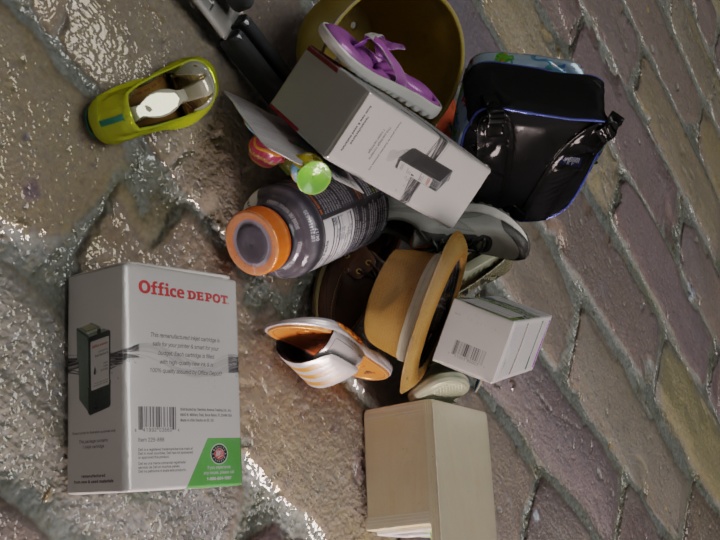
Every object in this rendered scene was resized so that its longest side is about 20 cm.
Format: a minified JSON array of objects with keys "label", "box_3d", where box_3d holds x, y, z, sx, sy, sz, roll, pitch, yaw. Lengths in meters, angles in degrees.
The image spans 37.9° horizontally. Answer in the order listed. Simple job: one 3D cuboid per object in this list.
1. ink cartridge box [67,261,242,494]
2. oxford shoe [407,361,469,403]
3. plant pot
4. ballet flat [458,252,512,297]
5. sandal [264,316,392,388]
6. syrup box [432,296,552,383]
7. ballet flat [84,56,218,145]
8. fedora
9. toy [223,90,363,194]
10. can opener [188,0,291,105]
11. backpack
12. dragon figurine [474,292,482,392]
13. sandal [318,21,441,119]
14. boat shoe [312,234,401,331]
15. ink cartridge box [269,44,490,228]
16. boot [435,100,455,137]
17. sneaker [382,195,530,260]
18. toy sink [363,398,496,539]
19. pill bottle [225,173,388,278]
[{"label":"ink cartridge box","box_3d":[-0.188,0.102,0.971,0.146,0.084,0.200,12,72,-52]},{"label":"oxford shoe","box_3d":[0.094,0.137,1.306,0.200,0.075,0.058,77,5,-79]},{"label":"plant pot","box_3d":[0.002,-0.257,1.247,0.200,0.142,0.200,-16,123,-26]},{"label":"ballet flat","box_3d":[0.118,0.003,1.315,0.200,0.075,0.068,-30,63,-27]},{"label":"sandal","box_3d":[-0.027,0.107,1.193,0.207,0.079,0.059,33,53,-47]},{"label":"syrup box","box_3d":[0.164,0.080,1.276,0.200,0.079,0.081,4,107,-68]},{"label":"ballet flat","box_3d":[-0.189,-0.174,1.056,0.200,0.067,0.067,-38,111,-51]},{"label":"fedora","box_3d":[0.057,0.039,1.196,0.201,0.082,0.201,21,90,-78]},{"label":"toy","box_3d":[-0.082,-0.125,1.114,0.115,0.200,0.047,22,103,-29]},{"label":"can opener","box_3d":[-0.126,-0.262,1.171,0.200,0.066,0.053,54,41,-37]},{"label":"backpack","box_3d":[0.195,-0.160,1.275,0.200,0.183,0.147,102,-9,-51]},{"label":"dragon figurine","box_3d":[0.113,0.075,1.405,0.200,0.099,0.059,70,35,-42]},{"label":"sandal","box_3d":[0.028,-0.228,1.134,0.203,0.050,0.082,21,27,-52]},{"label":"boat shoe","box_3d":[0.000,0.000,1.267,0.072,0.068,0.200,52,44,-32]},{"label":"ink cartridge box","box_3d":[0.023,-0.142,1.134,0.200,0.144,0.084,27,103,-40]},{"label":"boot","box_3d":[0.095,-0.175,1.441,0.107,0.075,0.200,60,39,-32]},{"label":"sneaker","box_3d":[0.106,-0.046,1.263,0.074,0.200,0.079,104,5,-59]},{"label":"toy sink","box_3d":[0.082,0.269,1.275,0.130,0.112,0.200,20,61,-50]},{"label":"pill bottle","box_3d":[-0.061,-0.054,1.165,0.200,0.106,0.106,-26,102,-53]}]
